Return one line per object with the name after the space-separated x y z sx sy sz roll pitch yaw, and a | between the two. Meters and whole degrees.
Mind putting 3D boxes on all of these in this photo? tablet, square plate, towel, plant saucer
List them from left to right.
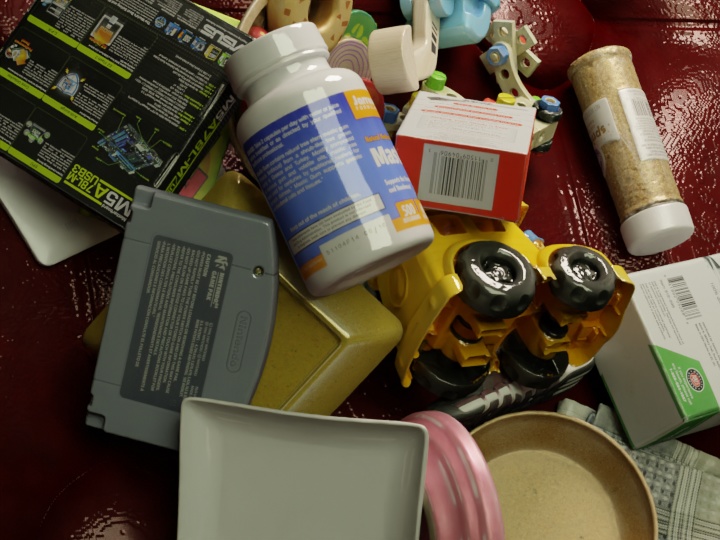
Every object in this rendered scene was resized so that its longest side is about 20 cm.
-0.227 -0.095 1.684 0.200 0.014 0.130 -28 80 -31 | tablet
-0.101 0.056 1.577 0.200 0.048 0.200 43 101 0 | plant saucer
-0.048 0.203 1.517 0.197 0.028 0.201 6 103 11 | square plate
0.047 0.215 1.549 0.051 0.201 0.201 -3 68 -25 | plant saucer
0.155 0.221 1.660 0.199 0.035 0.201 3 66 -6 | plant saucer
0.244 0.226 1.728 0.192 0.035 0.201 22 59 -13 | towel

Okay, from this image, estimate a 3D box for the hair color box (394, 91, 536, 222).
0.090 -0.100 1.649 0.110 0.064 0.200 9 17 5 | hair color box

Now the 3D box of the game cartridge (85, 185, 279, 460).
-0.136 0.044 1.537 0.133 0.042 0.201 14 99 0 | game cartridge

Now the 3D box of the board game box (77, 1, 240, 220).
-0.164 -0.130 1.665 0.101 0.048 0.201 19 75 -16 | board game box

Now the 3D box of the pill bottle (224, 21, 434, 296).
-0.030 -0.090 1.528 0.112 0.112 0.201 -21 83 -30 | pill bottle

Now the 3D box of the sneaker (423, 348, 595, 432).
0.109 0.076 1.724 0.200 0.076 0.116 -18 70 -40 | sneaker

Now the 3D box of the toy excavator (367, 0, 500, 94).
0.067 -0.237 1.783 0.194 0.099 0.201 32 55 -61 | toy excavator

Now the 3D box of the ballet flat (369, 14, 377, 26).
-0.072 -0.186 1.772 0.199 0.067 0.067 -14 94 -25 | ballet flat

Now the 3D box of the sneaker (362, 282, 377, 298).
0.000 0.000 1.711 0.200 0.074 0.119 -33 97 -39 | sneaker

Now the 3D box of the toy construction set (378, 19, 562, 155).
0.115 -0.156 1.823 0.131 0.092 0.200 30 47 21 | toy construction set

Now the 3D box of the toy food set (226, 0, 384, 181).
-0.047 -0.163 1.694 0.200 0.048 0.198 -61 139 -25 | toy food set

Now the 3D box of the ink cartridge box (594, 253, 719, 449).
0.317 0.069 1.787 0.199 0.083 0.147 -10 71 -36 | ink cartridge box

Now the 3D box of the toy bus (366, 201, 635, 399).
0.106 -0.003 1.656 0.199 0.136 0.192 -3 48 -28 | toy bus

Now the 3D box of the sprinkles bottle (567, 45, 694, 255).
0.262 -0.117 1.874 0.068 0.068 0.201 -7 70 -26 | sprinkles bottle

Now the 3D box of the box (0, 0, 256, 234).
-0.209 -0.151 1.608 0.200 0.048 0.194 30 84 20 | box
